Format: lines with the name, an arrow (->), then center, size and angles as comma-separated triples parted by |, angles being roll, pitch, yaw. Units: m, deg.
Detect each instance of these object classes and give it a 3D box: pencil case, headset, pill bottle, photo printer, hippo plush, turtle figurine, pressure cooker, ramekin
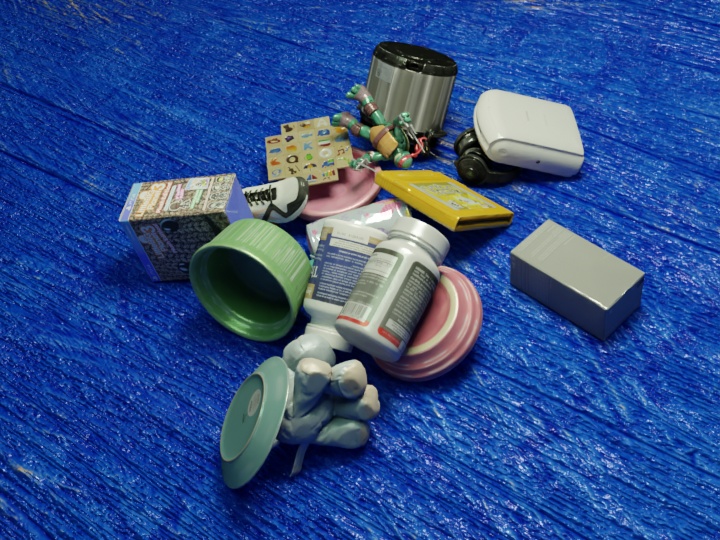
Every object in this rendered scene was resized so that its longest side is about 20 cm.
pencil case -> 0.001, -0.065, 1.654 | 0.198, 0.083, 0.091 | -15, 59, -5
headset -> 0.214, -0.228, 1.762 | 0.198, 0.094, 0.124 | 2, 46, -3
pill bottle -> 0.053, 0.027, 1.425 | 0.113, 0.114, 0.201 | 21, 73, 27
photo printer -> 0.311, -0.263, 1.750 | 0.198, 0.070, 0.167 | 11, 45, -11
hippo plush -> -0.067, 0.190, 1.410 | 0.159, 0.201, 0.161 | 25, 16, -23
turtle figurine -> 0.037, -0.245, 1.723 | 0.150, 0.101, 0.200 | -48, 67, 15
pressure cooker -> 0.087, -0.333, 1.824 | 0.177, 0.201, 0.176 | 9, 24, -10
ramekin -> -0.175, 0.011, 1.540 | 0.199, 0.201, 0.098 | 14, 43, 22
pill bottle -> -0.030, 0.025, 1.503 | 0.110, 0.111, 0.202 | 13, 86, 21

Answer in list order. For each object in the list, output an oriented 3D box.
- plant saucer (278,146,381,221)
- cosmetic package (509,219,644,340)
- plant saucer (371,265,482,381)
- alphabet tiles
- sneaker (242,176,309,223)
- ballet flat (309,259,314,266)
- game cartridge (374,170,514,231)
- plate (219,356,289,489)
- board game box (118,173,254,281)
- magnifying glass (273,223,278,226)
plant saucer -> -0.056, -0.157, 1.764 | 0.199, 0.051, 0.201 | -5, 45, 5
cosmetic package -> 0.351, 0.013, 1.515 | 0.107, 0.091, 0.200 | -36, 54, -23
plant saucer -> 0.094, 0.076, 1.478 | 0.199, 0.051, 0.202 | -15, 54, 22
alphabet tiles -> -0.100, -0.230, 1.792 | 0.165, 0.006, 0.201 | -10, 45, 1
sneaker -> -0.178, -0.121, 1.687 | 0.199, 0.080, 0.074 | -22, 61, 33
ballet flat -> 0.000, 0.000, 1.601 | 0.198, 0.069, 0.068 | -8, 44, 4
game cartridge -> 0.150, -0.131, 1.663 | 0.200, 0.033, 0.176 | 36, 28, 34
plate -> -0.164, 0.218, 1.357 | 0.025, 0.200, 0.201 | 25, 42, -23
board game box -> -0.298, -0.074, 1.652 | 0.198, 0.160, 0.097 | -4, 46, 15
magnifying glass -> -0.161, -0.044, 1.709 | 0.079, 0.022, 0.201 | -10, 48, 1
